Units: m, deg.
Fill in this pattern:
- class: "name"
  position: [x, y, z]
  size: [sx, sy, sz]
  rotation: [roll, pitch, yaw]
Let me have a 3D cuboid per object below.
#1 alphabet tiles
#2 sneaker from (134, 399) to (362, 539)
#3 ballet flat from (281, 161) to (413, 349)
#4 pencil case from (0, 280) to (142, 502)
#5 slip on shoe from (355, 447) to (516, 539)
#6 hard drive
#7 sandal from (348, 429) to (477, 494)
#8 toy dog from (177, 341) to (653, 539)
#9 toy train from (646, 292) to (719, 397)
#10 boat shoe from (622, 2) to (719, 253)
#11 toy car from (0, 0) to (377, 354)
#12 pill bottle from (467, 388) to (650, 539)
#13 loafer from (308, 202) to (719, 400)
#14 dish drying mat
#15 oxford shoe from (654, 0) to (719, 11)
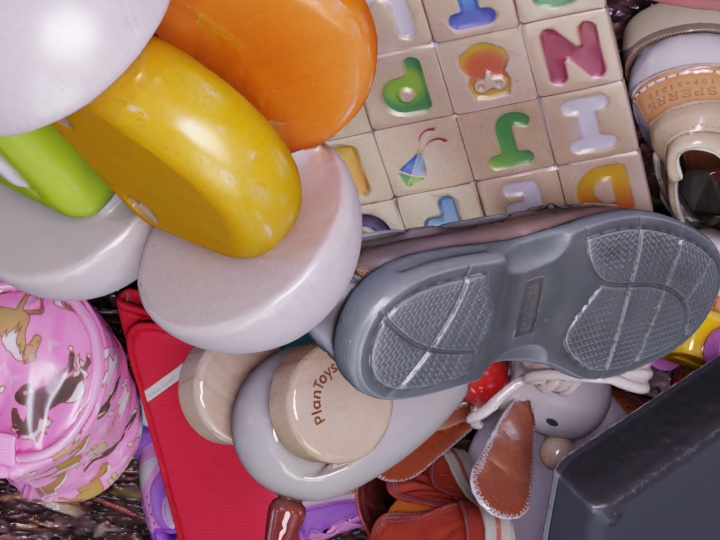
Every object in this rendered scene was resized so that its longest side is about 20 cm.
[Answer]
- class: "alphabet tiles"
  position: [0.021, -0.058, 0.744]
  size: [0.165, 0.006, 0.201]
  rotation: [-10, 128, 12]
- class: "sneaker"
  position: [-0.035, 0.124, 1.039]
  size: [0.199, 0.089, 0.081]
  rotation: [10, 147, -17]
- class: "ballet flat"
  position: [0.000, 0.000, 0.860]
  size: [0.069, 0.070, 0.200]
  rotation: [7, 149, -10]
- class: "pencil case"
  position: [-0.146, 0.060, 0.882]
  size: [0.086, 0.083, 0.200]
  rotation: [-25, 171, -6]
- class: "slip on shoe"
  position: [0.036, 0.132, 0.868]
  size: [0.061, 0.075, 0.200]
  rotation: [-6, -165, -7]
- class: "hard drive"
  position: [0.135, 0.121, 0.843]
  size: [0.139, 0.033, 0.201]
  rotation: [-29, 145, -26]
- class: "sandal"
  position: [-0.012, 0.088, 0.980]
  size: [0.199, 0.080, 0.054]
  rotation: [17, 102, -32]
- class: "toy dog"
  position: [0.021, 0.078, 0.817]
  size: [0.199, 0.097, 0.132]
  rotation: [3, 180, -12]
- class: "toy train"
  position: [0.143, 0.023, 0.910]
  size: [0.150, 0.056, 0.200]
  rotation: [11, 172, 39]
- class: "boat shoe"
  position: [0.160, -0.030, 0.798]
  size: [0.074, 0.069, 0.200]
  rotation: [-17, 145, 27]
- class: "toy car"
  position: [-0.080, -0.078, 0.640]
  size: [0.199, 0.150, 0.175]
  rotation: [14, 155, 41]
- class: "pill bottle"
  position: [0.154, 0.125, 1.002]
  size: [0.112, 0.113, 0.199]
  rotation: [-27, 151, 37]
- class: "loafer"
  position: [0.057, 0.001, 0.723]
  size: [0.199, 0.063, 0.072]
  rotation: [-5, 120, -42]
- class: "dish drying mat"
  position: [-0.069, 0.096, 0.926]
  size: [0.076, 0.018, 0.201]
  rotation: [14, 135, 25]
- class: "oxford shoe"
  position: [0.088, -0.142, 0.614]
  size: [0.199, 0.071, 0.075]
  rotation: [16, 141, -25]
